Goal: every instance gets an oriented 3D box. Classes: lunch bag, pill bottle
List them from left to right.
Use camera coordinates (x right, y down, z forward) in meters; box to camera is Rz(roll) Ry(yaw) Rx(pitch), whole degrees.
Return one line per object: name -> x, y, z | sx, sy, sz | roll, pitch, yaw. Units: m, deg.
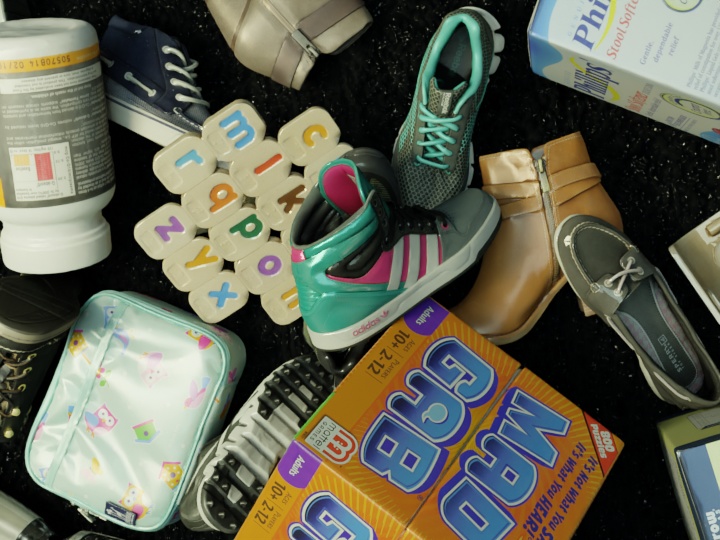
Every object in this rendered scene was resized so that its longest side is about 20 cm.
pill bottle -> -0.270, -0.106, 1.088 | 0.116, 0.116, 0.201 | 0, 110, 9
lunch bag -> -0.205, 0.125, 1.141 | 0.160, 0.077, 0.201 | 23, 92, 8

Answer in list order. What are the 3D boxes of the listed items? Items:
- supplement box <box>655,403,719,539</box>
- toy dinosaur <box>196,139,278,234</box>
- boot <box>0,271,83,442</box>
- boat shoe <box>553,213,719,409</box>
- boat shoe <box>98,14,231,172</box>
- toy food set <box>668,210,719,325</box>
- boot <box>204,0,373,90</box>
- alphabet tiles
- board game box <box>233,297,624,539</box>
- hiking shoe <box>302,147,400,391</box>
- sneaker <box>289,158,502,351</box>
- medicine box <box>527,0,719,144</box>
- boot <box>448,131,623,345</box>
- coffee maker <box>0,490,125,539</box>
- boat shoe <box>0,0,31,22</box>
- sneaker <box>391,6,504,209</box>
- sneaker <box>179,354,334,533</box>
supplement box -> 0.349, 0.164, 0.993 | 0.199, 0.200, 0.135 | -18, 87, 9
toy dinosaur -> -0.083, -0.071, 1.141 | 0.199, 0.047, 0.089 | -6, 96, 12
boot -> -0.302, 0.078, 1.103 | 0.073, 0.200, 0.151 | 24, 99, -12
boat shoe -> 0.235, 0.033, 1.050 | 0.067, 0.057, 0.200 | -42, 107, -13
boat shoe -> -0.164, -0.156, 1.127 | 0.199, 0.075, 0.093 | 26, 91, 20
toy food set -> 0.377, -0.016, 1.060 | 0.200, 0.060, 0.144 | -35, 85, 8
boot -> -0.046, -0.265, 1.129 | 0.146, 0.070, 0.200 | 43, 97, 0
alphabet tiles -> -0.084, -0.046, 1.096 | 0.195, 0.015, 0.200 | -33, 119, 6
board game box -> 0.044, 0.186, 1.001 | 0.200, 0.200, 0.200 | 37, 134, 7
hiking shoe -> 0.000, 0.000, 1.072 | 0.075, 0.101, 0.201 | 2, 116, -14
sneaker -> 0.020, -0.040, 0.999 | 0.200, 0.083, 0.121 | -37, 119, -27
medicine box -> 0.243, -0.184, 1.019 | 0.199, 0.182, 0.103 | 22, 93, 8
boot -> 0.124, -0.022, 1.085 | 0.199, 0.077, 0.156 | -18, 93, 3
coffee maker -> -0.312, 0.295, 1.146 | 0.199, 0.135, 0.193 | 23, 120, 9
boat shoe -> -0.333, -0.185, 1.166 | 0.064, 0.074, 0.203 | -7, 96, 6
sneaker -> 0.067, -0.133, 1.093 | 0.077, 0.091, 0.201 | 12, 92, 9
sneaker -> -0.094, 0.148, 1.098 | 0.066, 0.200, 0.090 | 47, 139, -12
